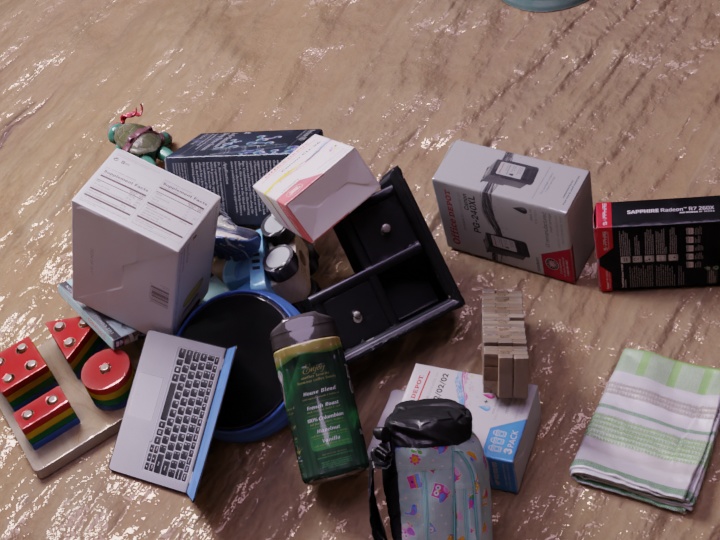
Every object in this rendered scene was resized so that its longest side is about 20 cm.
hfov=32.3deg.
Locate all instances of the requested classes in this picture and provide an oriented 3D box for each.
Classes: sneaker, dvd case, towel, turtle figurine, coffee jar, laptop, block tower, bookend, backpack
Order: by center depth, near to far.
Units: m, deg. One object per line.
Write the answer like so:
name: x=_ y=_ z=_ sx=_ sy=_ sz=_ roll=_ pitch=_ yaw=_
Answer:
backpack: x=0.083 y=0.251 z=1.368 sx=0.126 sy=0.202 sz=0.167 roll=-4 pitch=3 yaw=16
towel: x=0.348 y=0.181 z=1.469 sx=0.148 sy=0.031 sz=0.201 roll=14 pitch=53 yaw=25
coffee jar: x=-0.050 y=0.152 z=1.494 sx=0.085 sy=0.104 sz=0.202 roll=-14 pitch=81 yaw=-4
laptop: x=-0.233 y=0.172 z=1.526 sx=0.199 sy=0.116 sz=0.189 roll=11 pitch=81 yaw=25
block tower: x=0.176 y=0.085 z=1.529 sx=0.054 sy=0.058 sz=0.200 roll=1 pitch=22 yaw=4
bookend: x=0.000 y=0.000 z=1.610 sx=0.198 sy=0.092 sz=0.201 roll=-25 pitch=90 yaw=-10
sneaker: x=-0.216 y=-0.073 z=1.701 sx=0.199 sy=0.077 sz=0.086 roll=14 pitch=72 yaw=28
dvd case: x=-0.299 y=0.031 z=1.735 sx=0.199 sy=0.022 sz=0.146 roll=-23 pitch=48 yaw=-35
turtle figurine: x=-0.343 y=-0.178 z=1.945 sx=0.200 sy=0.101 sz=0.150 roll=34 pitch=64 yaw=30

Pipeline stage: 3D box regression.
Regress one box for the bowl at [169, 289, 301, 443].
bowl: x=-0.155 y=0.119 z=1.599 sx=0.199 sy=0.039 sz=0.202 roll=-5 pitch=73 yaw=18

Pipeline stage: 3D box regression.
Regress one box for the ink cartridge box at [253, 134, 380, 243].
ink cartridge box: x=-0.066 y=-0.112 z=1.616 sx=0.116 sy=0.068 sz=0.200 roll=-40 pitch=21 yaw=-8

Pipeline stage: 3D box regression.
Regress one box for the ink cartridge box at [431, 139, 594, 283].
ink cartridge box: x=0.206 y=-0.080 z=1.666 sx=0.199 sy=0.146 sz=0.084 roll=16 pitch=57 yaw=27

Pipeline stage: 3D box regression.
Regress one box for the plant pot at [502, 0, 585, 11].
plant pot: x=0.313 y=-0.549 z=2.074 sx=0.199 sy=0.135 sz=0.201 roll=-8 pitch=46 yaw=8

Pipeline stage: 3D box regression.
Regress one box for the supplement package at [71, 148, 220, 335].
supplement package: x=-0.281 y=-0.028 z=1.615 sx=0.155 sy=0.201 sz=0.111 roll=25 pitch=51 yaw=8

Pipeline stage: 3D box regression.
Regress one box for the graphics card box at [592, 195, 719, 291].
graphics card box: x=0.401 y=-0.034 z=1.585 sx=0.198 sy=0.126 sz=0.051 roll=-3 pitch=47 yaw=14

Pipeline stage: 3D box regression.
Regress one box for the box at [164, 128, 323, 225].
box: x=-0.162 y=-0.135 z=1.807 sx=0.198 sy=0.108 sz=0.149 roll=0 pitch=19 yaw=14

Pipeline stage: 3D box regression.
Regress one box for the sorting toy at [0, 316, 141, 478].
sorting toy: x=-0.394 y=0.144 z=1.677 sx=0.198 sy=0.070 sz=0.200 roll=-32 pitch=48 yaw=-14

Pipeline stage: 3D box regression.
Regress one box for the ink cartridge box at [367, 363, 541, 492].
ink cartridge box: x=0.108 y=0.185 z=1.504 sx=0.199 sy=0.068 sz=0.116 roll=8 pitch=50 yaw=22

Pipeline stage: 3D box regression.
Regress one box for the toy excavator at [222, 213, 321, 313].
toy excavator: x=-0.159 y=0.039 z=1.708 sx=0.199 sy=0.100 sz=0.195 roll=-21 pitch=46 yaw=15
